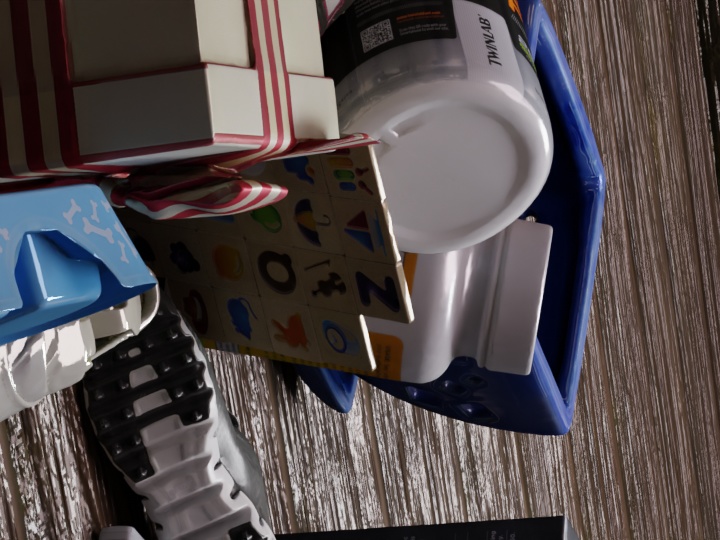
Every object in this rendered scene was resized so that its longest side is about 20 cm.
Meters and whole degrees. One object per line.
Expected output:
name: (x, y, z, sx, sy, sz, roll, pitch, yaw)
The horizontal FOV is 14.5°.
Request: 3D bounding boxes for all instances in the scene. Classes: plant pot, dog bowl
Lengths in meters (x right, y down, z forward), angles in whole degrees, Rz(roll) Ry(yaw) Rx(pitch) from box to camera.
plant pot: (0.036, -0.030, 1.724, 0.200, 0.179, 0.201, 61, 33, -52)
dog bowl: (-0.165, 0.005, 1.141, 0.200, 0.111, 0.050, -13, 84, -62)

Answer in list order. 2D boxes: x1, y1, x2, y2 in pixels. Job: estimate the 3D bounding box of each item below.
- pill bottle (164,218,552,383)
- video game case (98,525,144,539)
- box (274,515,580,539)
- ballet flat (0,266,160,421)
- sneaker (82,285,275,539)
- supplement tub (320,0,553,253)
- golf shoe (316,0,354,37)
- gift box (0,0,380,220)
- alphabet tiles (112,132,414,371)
pill bottle: (0.000, 0.000, 1.532, 0.111, 0.199, 0.112, 9, 90, -87)
video game case: (-0.101, 0.254, 1.461, 0.200, 0.022, 0.183, 60, 29, -57)
box: (0.050, 0.242, 1.673, 0.200, 0.196, 0.125, 58, 30, -57)
ballet flat: (-0.144, 0.026, 1.307, 0.200, 0.069, 0.070, -40, 124, -70)
sneaker: (-0.095, 0.086, 1.468, 0.091, 0.066, 0.201, -105, 173, -70)
supplement tub: (0.027, -0.115, 1.488, 0.201, 0.122, 0.123, -100, 172, -47)
golf shoe: (-0.043, -0.123, 1.416, 0.088, 0.200, 0.077, -15, 59, -50)
gift box: (-0.104, -0.113, 1.272, 0.200, 0.184, 0.188, -2, 86, -66)
alphabet tiles: (-0.060, -0.032, 1.406, 0.006, 0.199, 0.167, -38, 124, -39)
